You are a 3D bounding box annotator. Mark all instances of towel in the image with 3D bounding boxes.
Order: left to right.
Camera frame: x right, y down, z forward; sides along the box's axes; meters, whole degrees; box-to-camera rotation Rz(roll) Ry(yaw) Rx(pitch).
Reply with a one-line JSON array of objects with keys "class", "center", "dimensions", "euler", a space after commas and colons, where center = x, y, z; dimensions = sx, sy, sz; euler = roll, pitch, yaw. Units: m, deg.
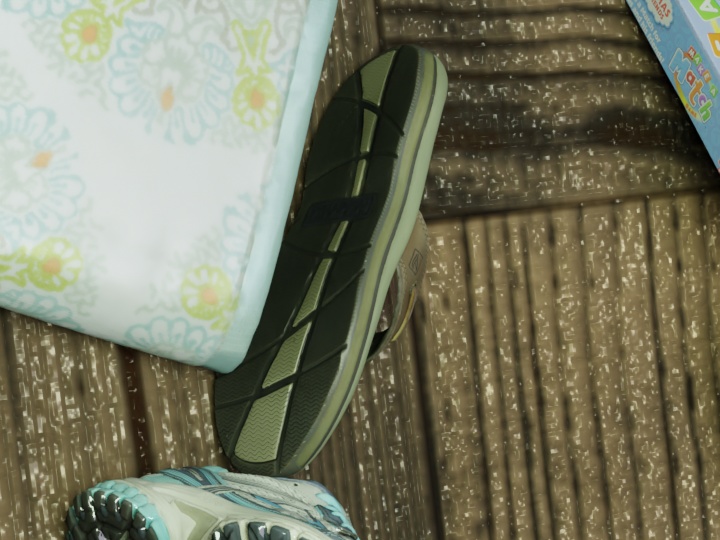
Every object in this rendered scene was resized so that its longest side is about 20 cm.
[{"class": "towel", "center": [-0.102, -0.075, 1.010], "dimensions": [0.170, 0.048, 0.201], "euler": [18, 78, -25]}]

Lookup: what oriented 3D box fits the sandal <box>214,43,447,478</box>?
[{"class": "sandal", "center": [0.001, -0.001, 1.051], "dimensions": [0.057, 0.080, 0.202], "euler": [36, 69, -38]}]

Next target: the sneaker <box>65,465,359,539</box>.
[{"class": "sneaker", "center": [-0.025, 0.113, 0.960], "dimensions": [0.086, 0.199, 0.078], "euler": [-21, 117, -41]}]

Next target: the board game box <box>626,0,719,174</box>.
[{"class": "board game box", "center": [0.239, -0.096, 1.178], "dimensions": [0.199, 0.037, 0.152], "euler": [-8, 60, -30]}]
